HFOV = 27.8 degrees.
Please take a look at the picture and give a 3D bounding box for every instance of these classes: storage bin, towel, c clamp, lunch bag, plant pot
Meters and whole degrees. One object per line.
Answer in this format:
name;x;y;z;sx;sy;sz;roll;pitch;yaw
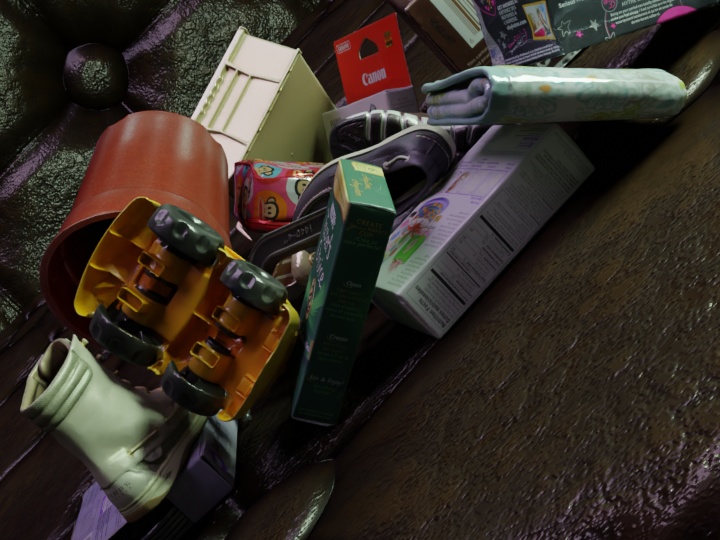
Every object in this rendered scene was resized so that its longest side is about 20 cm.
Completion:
storage bin;-0.119;-0.155;1.801;0.093;0.200;0.200;20;74;26
towel;0.155;-0.149;1.234;0.170;0.049;0.200;-4;6;-14
c clamp;-0.055;0.034;1.390;0.199;0.027;0.172;-29;62;41
lunch bag;-0.047;-0.083;1.615;0.200;0.175;0.083;-146;57;-76
plant pot;-0.218;-0.049;1.513;0.200;0.200;0.196;-36;33;29

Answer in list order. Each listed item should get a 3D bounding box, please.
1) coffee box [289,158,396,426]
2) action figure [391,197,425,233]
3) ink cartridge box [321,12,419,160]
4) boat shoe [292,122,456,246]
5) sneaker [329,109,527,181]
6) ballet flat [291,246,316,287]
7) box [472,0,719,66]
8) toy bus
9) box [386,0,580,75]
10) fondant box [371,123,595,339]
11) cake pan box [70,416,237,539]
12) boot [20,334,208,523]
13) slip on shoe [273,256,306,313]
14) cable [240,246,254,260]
coffee box;-0.019;0.016;1.252;0.123;0.044;0.201;-100;24;-67
action figure;0.000;0.000;1.432;0.200;0.055;0.118;-48;14;-4
ink cartridge box;0.007;-0.196;1.712;0.043;0.175;0.200;-16;4;-22
boat shoe;0.002;-0.070;1.373;0.199;0.073;0.063;-29;22;35
sneaker;0.076;-0.127;1.432;0.198;0.076;0.116;4;18;13
ballet flat;-0.002;-0.065;1.491;0.200;0.066;0.057;-50;2;-12
box;0.212;-0.263;1.302;0.199;0.116;0.132;-20;6;-22
toy bus;-0.129;0.042;1.330;0.136;0.199;0.192;-57;-22;6
box;0.146;-0.291;1.597;0.166;0.164;0.200;-43;15;7
fondant box;0.094;-0.039;1.273;0.200;0.058;0.144;-46;15;-8
cake pan box;-0.197;0.211;1.394;0.184;0.052;0.200;-45;15;8
boot;-0.218;0.112;1.317;0.072;0.155;0.200;-35;19;28
slip on shoe;-0.126;0.024;1.561;0.199;0.061;0.077;-12;52;28
cable;-0.150;0.029;1.632;0.199;0.051;0.097;-29;-19;12
